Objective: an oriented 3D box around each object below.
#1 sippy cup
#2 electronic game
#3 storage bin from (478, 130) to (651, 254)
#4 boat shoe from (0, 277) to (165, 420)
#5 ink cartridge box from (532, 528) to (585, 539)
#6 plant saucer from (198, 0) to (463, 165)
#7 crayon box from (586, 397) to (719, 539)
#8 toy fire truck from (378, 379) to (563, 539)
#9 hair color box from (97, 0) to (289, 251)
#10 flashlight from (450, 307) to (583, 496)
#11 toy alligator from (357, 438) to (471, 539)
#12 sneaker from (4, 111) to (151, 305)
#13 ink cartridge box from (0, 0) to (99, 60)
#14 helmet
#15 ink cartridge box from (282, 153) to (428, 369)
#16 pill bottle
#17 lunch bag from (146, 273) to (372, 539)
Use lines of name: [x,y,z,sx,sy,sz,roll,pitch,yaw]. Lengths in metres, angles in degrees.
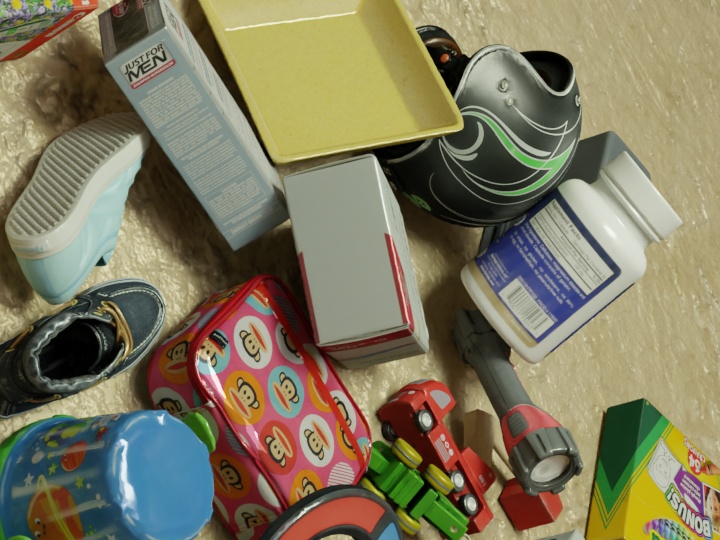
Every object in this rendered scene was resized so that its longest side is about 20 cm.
sippy cup: [-0.177,0.159,1.086,0.139,0.129,0.180,38,48,-32]
electronic game: [-0.036,0.266,1.209,0.199,0.041,0.203,-21,121,-40]
storage bin: [0.233,-0.045,1.637,0.145,0.133,0.202,43,47,-27]
boat shoe: [-0.195,0.053,1.139,0.200,0.090,0.072,-33,101,-49]
ink cartridge box: [0.113,0.296,1.302,0.084,0.199,0.176,55,42,-14]
plant saucer: [-0.033,-0.179,1.389,0.198,0.049,0.202,-12,62,-28]
crayon box: [0.336,0.269,1.678,0.200,0.058,0.174,41,47,-30]
toy fire truck: [0.107,0.181,1.464,0.141,0.048,0.202,-38,103,-50]
hair color box: [-0.135,-0.125,1.248,0.201,0.060,0.099,58,6,-33]
flashlight: [0.148,0.122,1.467,0.067,0.068,0.201,-5,41,-17]
toy alligator: [0.059,0.208,1.384,0.200,0.059,0.054,41,3,-15]
sneaker: [-0.215,-0.050,1.195,0.201,0.073,0.083,-61,150,-48]
ink cartridge box: [-0.260,-0.198,1.159,0.199,0.108,0.051,-19,88,-50]
helmet: [0.121,-0.141,1.505,0.189,0.199,0.203,25,56,-34]
ink cartridge box: [0.000,0.000,1.320,0.200,0.082,0.148,54,23,-78]
pill bottle: [0.206,-0.016,1.475,0.120,0.199,0.120,48,10,-11]
lunch bag: [-0.075,0.111,1.268,0.201,0.081,0.176,60,37,-15]
